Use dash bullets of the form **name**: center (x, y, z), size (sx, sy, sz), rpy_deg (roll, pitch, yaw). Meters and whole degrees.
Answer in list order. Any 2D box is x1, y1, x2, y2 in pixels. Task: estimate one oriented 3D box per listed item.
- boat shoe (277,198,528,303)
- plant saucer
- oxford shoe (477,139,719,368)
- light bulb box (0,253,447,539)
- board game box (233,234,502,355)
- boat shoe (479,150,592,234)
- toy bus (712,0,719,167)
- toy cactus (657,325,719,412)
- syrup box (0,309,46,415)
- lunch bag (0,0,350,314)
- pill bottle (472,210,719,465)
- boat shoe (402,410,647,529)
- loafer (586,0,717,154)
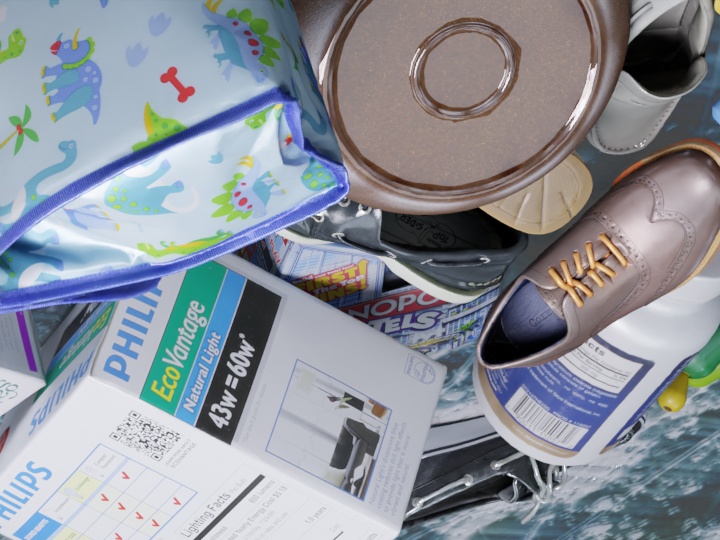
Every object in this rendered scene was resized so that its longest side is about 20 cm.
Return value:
- **boat shoe**: center (0.009, -0.043, 1.607), size (0.199, 0.075, 0.066), rpy_deg (30, 145, -26)
- **plant saucer**: center (0.050, -0.110, 1.514), size (0.200, 0.032, 0.201), rpy_deg (-7, 123, -12)
- **oxford shoe**: center (0.143, -0.001, 1.681), size (0.200, 0.071, 0.073), rpy_deg (-46, 172, 38)
- **light bulb box**: center (-0.091, 0.100, 1.683), size (0.200, 0.125, 0.198), rpy_deg (29, 141, -14)
- **board game box**: center (0.000, 0.000, 1.730), size (0.200, 0.062, 0.200), rpy_deg (-13, 151, -11)
- **boat shoe**: center (0.041, -0.092, 1.582), size (0.074, 0.069, 0.200), rpy_deg (-45, 123, 12)
- **toy bus**: center (0.277, -0.109, 1.579), size (0.192, 0.136, 0.200), rpy_deg (-47, 147, 7)
- **toy cactus**: center (0.267, 0.053, 1.964), size (0.199, 0.102, 0.165), rpy_deg (-4, 139, -8)
- **syrup box**: center (-0.272, 0.029, 1.598), size (0.079, 0.082, 0.200), rpy_deg (-33, 147, 26)
- **lunch bag**: center (-0.125, -0.083, 1.401), size (0.200, 0.170, 0.127), rpy_deg (-23, 148, 7)
- **pill bottle**: center (0.158, 0.027, 1.818), size (0.111, 0.111, 0.200), rpy_deg (-1, 147, -29)
- **boat shoe**: center (0.110, 0.134, 2.018), size (0.199, 0.068, 0.074), rpy_deg (-11, 150, -15)
- **loafer**: center (0.157, -0.119, 1.609), size (0.070, 0.070, 0.200), rpy_deg (-14, 151, -9)
